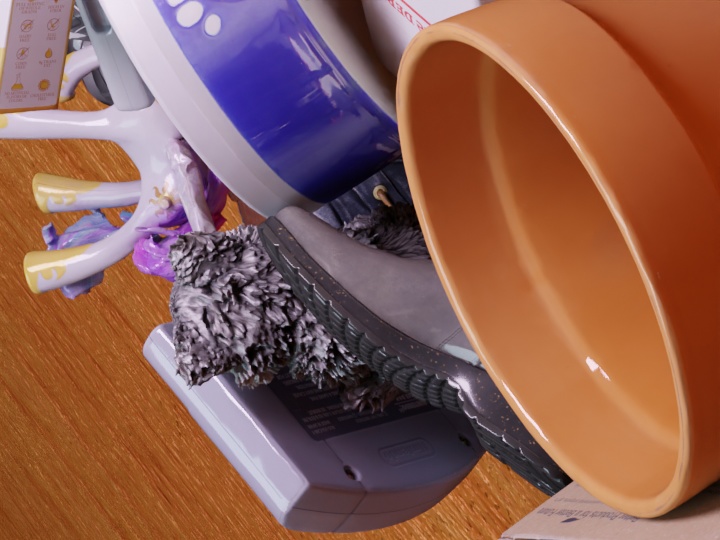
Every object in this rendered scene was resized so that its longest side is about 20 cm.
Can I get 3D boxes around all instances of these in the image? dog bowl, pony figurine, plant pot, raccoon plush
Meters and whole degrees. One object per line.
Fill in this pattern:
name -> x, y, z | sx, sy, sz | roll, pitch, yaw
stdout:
dog bowl -> -0.051, -0.126, 1.382 | 0.201, 0.079, 0.200 | 54, -165, -21
pony figurine -> -0.101, -0.051, 1.660 | 0.194, 0.199, 0.167 | 70, -156, -13
plant pot -> 0.122, -0.028, 1.125 | 0.200, 0.139, 0.201 | 53, 160, 29
raccoon plush -> 0.000, 0.000, 1.395 | 0.200, 0.134, 0.097 | -29, 67, 39

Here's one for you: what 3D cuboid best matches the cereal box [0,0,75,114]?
cereal box -> -0.166, -0.190, 1.330 | 0.144, 0.039, 0.201 | 43, 130, 47

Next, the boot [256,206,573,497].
boot -> 0.063, 0.002, 1.338 | 0.200, 0.131, 0.068 | 36, 169, 16

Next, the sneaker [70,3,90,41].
sneaker -> -0.137, -0.211, 1.572 | 0.087, 0.080, 0.201 | 107, 158, -55

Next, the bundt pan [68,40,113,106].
bundt pan -> -0.150, -0.176, 1.759 | 0.202, 0.076, 0.202 | 51, 161, 24

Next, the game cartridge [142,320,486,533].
game cartridge -> -0.013, 0.070, 1.512 | 0.133, 0.200, 0.041 | 46, 115, 19

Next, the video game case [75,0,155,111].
video game case -> -0.115, -0.210, 1.485 | 0.201, 0.023, 0.183 | -73, -28, -50

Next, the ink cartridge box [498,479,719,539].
ink cartridge box -> 0.167, 0.093, 1.168 | 0.075, 0.164, 0.200 | 58, 164, -9

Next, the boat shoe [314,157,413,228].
boat shoe -> 0.039, 0.028, 1.541 | 0.201, 0.091, 0.071 | 62, 162, -10

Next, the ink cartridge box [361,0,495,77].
ink cartridge box -> 0.044, -0.154, 1.268 | 0.115, 0.068, 0.201 | 46, 158, 41
